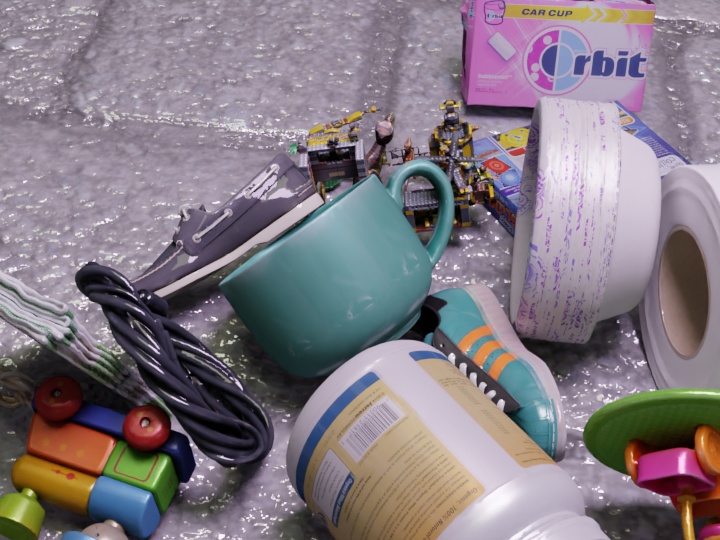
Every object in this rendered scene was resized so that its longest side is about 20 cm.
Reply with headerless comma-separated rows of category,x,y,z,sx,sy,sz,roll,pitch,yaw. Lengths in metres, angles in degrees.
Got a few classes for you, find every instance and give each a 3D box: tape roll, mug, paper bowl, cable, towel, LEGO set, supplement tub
tape roll,0.285,0.015,0.968,0.070,0.203,0.203,-2,42,-7
mug,-0.007,0.006,0.970,0.115,0.185,0.152,55,26,-5
paper bowl,0.185,-0.039,1.018,0.104,0.201,0.201,5,41,2
cable,-0.134,0.066,0.907,0.051,0.163,0.200,-39,53,-5
towel,-0.225,0.042,0.899,0.149,0.200,0.031,29,78,24
LEGO set,0.022,-0.109,1.123,0.199,0.116,0.154,-1,44,11
supplement tub,0.058,0.158,0.825,0.144,0.145,0.200,-23,48,-28

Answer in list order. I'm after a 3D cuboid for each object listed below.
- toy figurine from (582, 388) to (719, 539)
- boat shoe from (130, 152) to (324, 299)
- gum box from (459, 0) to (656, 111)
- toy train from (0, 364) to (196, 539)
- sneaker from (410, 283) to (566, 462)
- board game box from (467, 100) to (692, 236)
toy figurine,0.236,0.204,0.821,0.150,0.200,0.185,-20,50,38
boat shoe,-0.129,-0.031,1.042,0.200,0.073,0.063,-31,93,-10
gum box,0.200,-0.234,1.298,0.199,0.114,0.066,2,23,-3
toy train,-0.230,0.140,0.875,0.199,0.085,0.116,16,56,12
sneaker,0.094,0.086,0.973,0.080,0.072,0.200,-10,36,-15
board game box,0.211,-0.098,1.213,0.199,0.035,0.135,-17,46,-22
